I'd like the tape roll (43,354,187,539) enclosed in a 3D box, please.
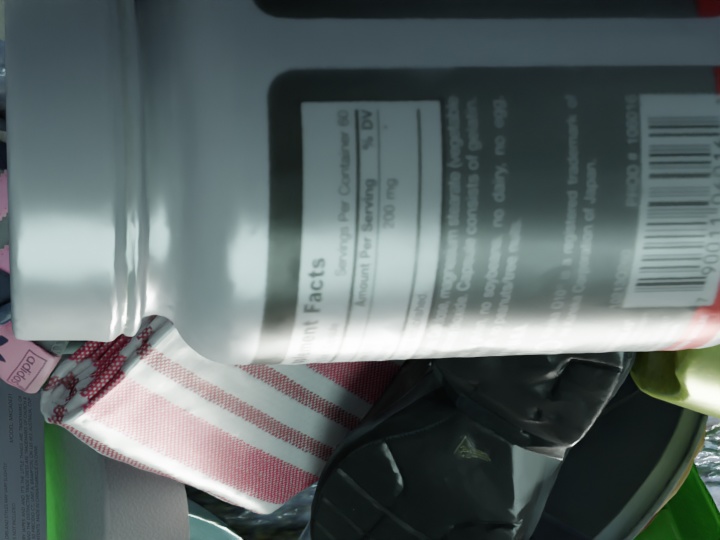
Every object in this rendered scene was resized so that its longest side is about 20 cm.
[{"bbox_3d":[-0.132,0.131,0.793,0.037,0.204,0.203,14,145,-34],"label":"tape roll"}]

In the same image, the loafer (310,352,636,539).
[{"bbox_3d":[0.045,0.047,0.715,0.073,0.072,0.200,36,135,-1],"label":"loafer"}]

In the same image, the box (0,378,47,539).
[{"bbox_3d":[-0.203,0.080,0.712,0.176,0.201,0.097,15,145,-36],"label":"box"}]

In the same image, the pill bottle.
[{"bbox_3d":[0.005,-0.032,0.566,0.199,0.114,0.114,-1,151,-10],"label":"pill bottle"}]

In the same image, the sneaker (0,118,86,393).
[{"bbox_3d":[-0.131,-0.004,0.697,0.199,0.082,0.070,8,150,-24],"label":"sneaker"}]

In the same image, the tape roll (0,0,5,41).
[{"bbox_3d":[-0.042,-0.122,0.549,0.201,0.037,0.203,-6,151,-3],"label":"tape roll"}]

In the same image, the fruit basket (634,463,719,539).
[{"bbox_3d":[0.065,0.162,0.912,0.215,0.217,0.155,-21,148,25],"label":"fruit basket"}]

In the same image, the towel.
[{"bbox_3d":[0.000,0.000,0.700,0.200,0.030,0.146,-42,148,7],"label":"towel"}]

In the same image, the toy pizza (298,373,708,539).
[{"bbox_3d":[0.054,0.093,0.812,0.200,0.200,0.032,-25,112,30],"label":"toy pizza"}]

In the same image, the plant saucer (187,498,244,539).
[{"bbox_3d":[-0.150,0.132,0.985,0.200,0.039,0.201,-5,152,-3],"label":"plant saucer"}]

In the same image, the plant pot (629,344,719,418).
[{"bbox_3d":[0.188,-0.009,0.669,0.183,0.201,0.201,11,149,-7],"label":"plant pot"}]
